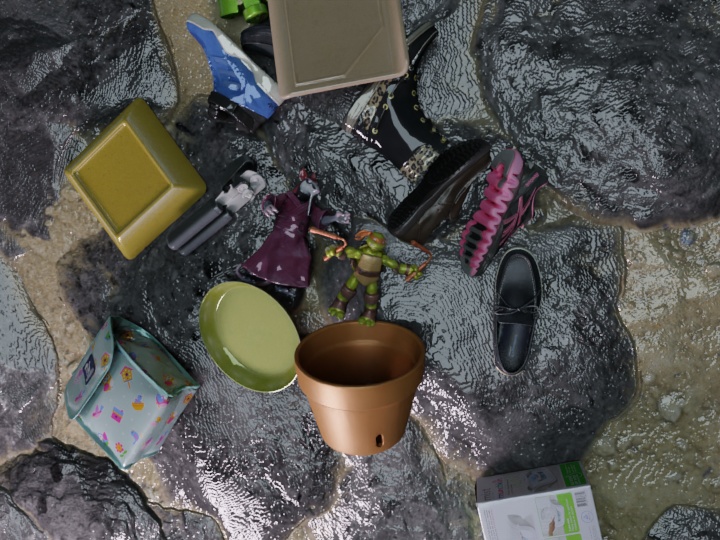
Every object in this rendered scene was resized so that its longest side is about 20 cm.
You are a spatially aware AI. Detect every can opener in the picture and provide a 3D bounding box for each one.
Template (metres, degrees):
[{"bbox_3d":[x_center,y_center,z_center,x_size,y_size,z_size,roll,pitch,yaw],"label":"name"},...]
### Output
[{"bbox_3d":[-0.239,-0.104,1.059,0.199,0.053,0.067,-41,54,10],"label":"can opener"}]

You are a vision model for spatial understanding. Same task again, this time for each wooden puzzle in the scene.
[{"bbox_3d":[-0.035,-0.354,0.934,0.196,0.037,0.189,-10,80,9],"label":"wooden puzzle"}]

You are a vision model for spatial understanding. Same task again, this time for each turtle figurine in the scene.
[{"bbox_3d":[0.000,0.000,0.993,0.196,0.065,0.164,11,118,-18],"label":"turtle figurine"}]

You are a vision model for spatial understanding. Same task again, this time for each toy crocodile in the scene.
[{"bbox_3d":[-0.133,-0.439,0.997,0.197,0.062,0.069,-21,92,7],"label":"toy crocodile"}]

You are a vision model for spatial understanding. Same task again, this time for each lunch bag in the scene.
[{"bbox_3d":[-0.401,0.199,1.081,0.199,0.122,0.172,39,104,12],"label":"lunch bag"}]

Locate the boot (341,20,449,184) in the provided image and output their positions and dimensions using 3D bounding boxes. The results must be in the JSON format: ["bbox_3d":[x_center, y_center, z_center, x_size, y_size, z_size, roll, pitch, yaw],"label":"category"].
[{"bbox_3d":[0.085,-0.251,0.970,0.153,0.074,0.204,41,101,-1],"label":"boot"}]

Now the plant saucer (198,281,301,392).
[{"bbox_3d":[-0.176,0.105,1.044,0.196,0.031,0.204,11,117,21],"label":"plant saucer"}]

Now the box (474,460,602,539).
[{"bbox_3d":[0.283,0.423,0.989,0.173,0.097,0.204,-14,94,12],"label":"box"}]

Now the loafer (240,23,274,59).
[{"bbox_3d":[-0.094,-0.333,0.991,0.196,0.068,0.072,11,90,5],"label":"loafer"}]

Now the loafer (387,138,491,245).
[{"bbox_3d":[0.128,-0.117,0.983,0.200,0.073,0.071,-44,121,11],"label":"loafer"}]

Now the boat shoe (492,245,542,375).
[{"bbox_3d":[0.239,0.065,0.977,0.073,0.062,0.204,6,96,11],"label":"boat shoe"}]

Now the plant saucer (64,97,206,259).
[{"bbox_3d":[-0.392,-0.153,1.076,0.199,0.048,0.201,-38,88,13],"label":"plant saucer"}]

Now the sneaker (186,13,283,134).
[{"bbox_3d":[-0.224,-0.304,1.013,0.200,0.077,0.111,43,92,-3],"label":"sneaker"}]

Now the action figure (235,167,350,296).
[{"bbox_3d":[-0.107,-0.063,1.024,0.132,0.149,0.204,21,80,-18],"label":"action figure"}]

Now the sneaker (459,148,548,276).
[{"bbox_3d":[0.220,-0.076,0.964,0.094,0.079,0.203,12,113,-24],"label":"sneaker"}]

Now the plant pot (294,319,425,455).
[{"bbox_3d":[0.002,0.183,0.978,0.196,0.201,0.143,1,113,10],"label":"plant pot"}]
